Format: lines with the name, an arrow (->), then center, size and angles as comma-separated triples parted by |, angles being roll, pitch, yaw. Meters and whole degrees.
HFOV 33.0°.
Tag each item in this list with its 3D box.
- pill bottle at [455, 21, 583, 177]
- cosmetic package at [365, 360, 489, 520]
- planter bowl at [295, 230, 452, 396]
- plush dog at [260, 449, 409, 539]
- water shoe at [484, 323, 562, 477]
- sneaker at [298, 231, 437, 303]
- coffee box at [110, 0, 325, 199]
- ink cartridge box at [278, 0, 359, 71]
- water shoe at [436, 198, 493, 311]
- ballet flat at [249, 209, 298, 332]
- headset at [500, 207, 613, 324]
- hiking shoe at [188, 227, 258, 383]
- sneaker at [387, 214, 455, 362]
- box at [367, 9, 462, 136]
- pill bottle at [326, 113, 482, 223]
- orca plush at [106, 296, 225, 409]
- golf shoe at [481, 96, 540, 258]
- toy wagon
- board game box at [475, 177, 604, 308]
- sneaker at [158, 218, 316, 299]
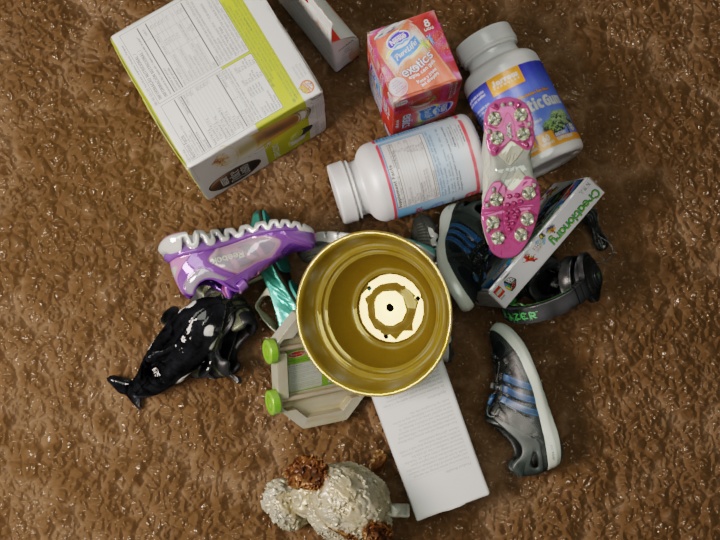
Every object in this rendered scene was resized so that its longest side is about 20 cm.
pill bottle -> 0.207, -0.227, 1.631 | 0.112, 0.112, 0.201 | -26, 83, -4
cosmetic package -> 0.082, 0.204, 1.557 | 0.101, 0.071, 0.201 | -19, 96, -3
planter bowl -> 0.026, 0.050, 1.500 | 0.199, 0.083, 0.201 | 1, 94, 18
plush dog -> -0.014, 0.292, 1.514 | 0.200, 0.172, 0.161 | 39, 82, 6
water shoe -> 0.196, 0.168, 1.577 | 0.079, 0.072, 0.201 | -20, 82, -8
sneaker -> 0.000, 0.000, 1.584 | 0.199, 0.078, 0.092 | 6, 81, 31
coffee box -> -0.179, -0.239, 1.586 | 0.197, 0.200, 0.200 | -31, 83, -4
ink cartridge box -> -0.067, -0.364, 1.606 | 0.050, 0.200, 0.162 | -38, 83, -6
water shoe -> 0.144, -0.032, 1.566 | 0.079, 0.200, 0.072 | -22, 125, 19
ballet flat -> -0.118, 0.018, 1.615 | 0.070, 0.067, 0.201 | -27, 80, 9
headset -> 0.261, -0.002, 1.595 | 0.200, 0.123, 0.094 | -34, 110, -34
hiking shoe -> -0.171, 0.046, 1.589 | 0.100, 0.076, 0.201 | 6, 90, 29
sneaker -> 0.071, 0.025, 1.612 | 0.090, 0.066, 0.201 | -5, 83, -4
box -> 0.068, -0.249, 1.589 | 0.095, 0.200, 0.100 | -20, 81, -2
pill bottle -> 0.062, -0.129, 1.616 | 0.199, 0.109, 0.109 | -17, 81, -3
orca plush -> -0.259, 0.102, 1.554 | 0.200, 0.071, 0.106 | -28, 73, 28
golf shoe -> 0.187, -0.117, 1.543 | 0.075, 0.092, 0.201 | 2, 93, 0
toy wagon -> -0.051, 0.102, 1.568 | 0.155, 0.040, 0.201 | -9, 106, -24
board game box -> 0.223, -0.036, 1.591 | 0.035, 0.126, 0.200 | 43, 83, -8
sneaker -> -0.151, -0.011, 1.534 | 0.199, 0.080, 0.089 | -10, 79, -14
